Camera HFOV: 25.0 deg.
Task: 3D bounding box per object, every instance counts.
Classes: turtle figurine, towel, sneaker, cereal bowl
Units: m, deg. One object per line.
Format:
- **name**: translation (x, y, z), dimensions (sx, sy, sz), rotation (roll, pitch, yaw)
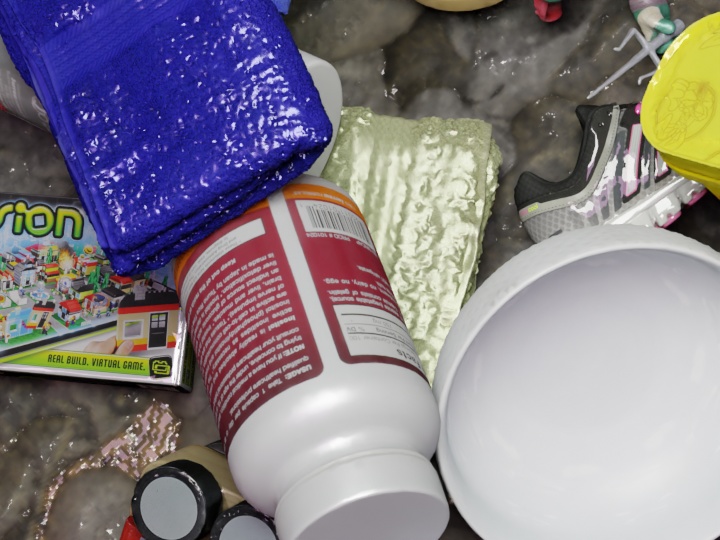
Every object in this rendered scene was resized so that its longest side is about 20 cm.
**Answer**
- **turtle figurine**: translation (0.156, -0.210, 0.942), dimensions (0.100, 0.150, 0.200), rotation (27, 73, 25)
- **towel**: translation (-0.114, -0.114, 0.852), dimensions (0.147, 0.049, 0.201), rotation (-33, 73, 18)
- **towel**: translation (0.000, 0.000, 0.966), dimensions (0.147, 0.036, 0.201), rotation (9, 81, 10)
- **sneaker**: translation (0.169, -0.075, 0.941), dimensions (0.200, 0.074, 0.088), rotation (-40, 84, 3)
- **cereal bowl**: translation (0.132, 0.063, 0.894), dimensions (0.199, 0.083, 0.201), rotation (-3, 112, -8)

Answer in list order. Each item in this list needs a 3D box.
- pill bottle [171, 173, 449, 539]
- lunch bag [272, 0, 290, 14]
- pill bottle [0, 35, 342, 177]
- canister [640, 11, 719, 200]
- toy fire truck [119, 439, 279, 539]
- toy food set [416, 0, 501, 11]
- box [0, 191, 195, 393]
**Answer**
- **pill bottle**: translation (-0.025, 0.056, 0.852), dimensions (0.112, 0.113, 0.201), rotation (-22, 53, 2)
- **lunch bag**: translation (-0.082, -0.251, 0.935), dimensions (0.200, 0.127, 0.171), rotation (27, 100, 41)
- **pill bottle**: translation (-0.117, -0.112, 0.943), dimensions (0.199, 0.114, 0.114), rotation (25, 83, 22)
- **canister**: translation (0.257, -0.042, 0.841), dimensions (0.148, 0.200, 0.087), rotation (20, 80, 49)
- **toy fire truck**: translation (-0.069, 0.218, 0.904), dimensions (0.175, 0.129, 0.201), rotation (23, 103, 15)
- **toy food set**: translation (0.033, -0.263, 1.005), dimensions (0.197, 0.049, 0.201), rotation (19, 82, 10)
- **box**: translation (-0.196, 0.010, 0.987), dimensions (0.199, 0.035, 0.111), rotation (4, 80, 7)
